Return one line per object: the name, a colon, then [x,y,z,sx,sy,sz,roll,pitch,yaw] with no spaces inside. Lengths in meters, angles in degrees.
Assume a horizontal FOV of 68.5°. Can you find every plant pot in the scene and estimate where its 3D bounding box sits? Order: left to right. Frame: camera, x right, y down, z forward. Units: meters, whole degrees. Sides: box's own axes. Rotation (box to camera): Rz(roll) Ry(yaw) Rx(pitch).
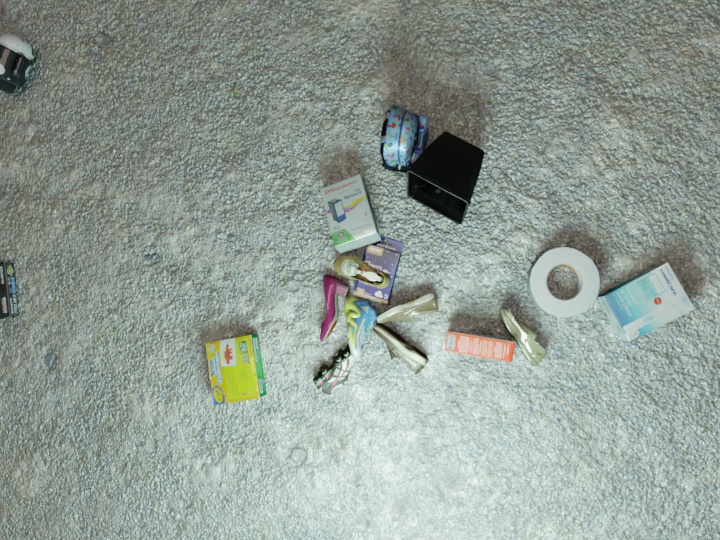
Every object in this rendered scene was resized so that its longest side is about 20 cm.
plant pot: [0.265,-0.287,1.583,0.197,0.200,0.180,29,82,11]

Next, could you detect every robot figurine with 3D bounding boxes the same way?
robot figurine: [-1.273,-0.752,1.925,0.148,0.125,0.204,25,92,-7]

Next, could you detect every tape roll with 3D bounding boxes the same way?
tape roll: [0.596,0.035,1.561,0.195,0.066,0.206,0,88,10]

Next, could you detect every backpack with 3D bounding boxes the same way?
backpack: [0.130,-0.401,1.602,0.131,0.200,0.187,11,88,11]

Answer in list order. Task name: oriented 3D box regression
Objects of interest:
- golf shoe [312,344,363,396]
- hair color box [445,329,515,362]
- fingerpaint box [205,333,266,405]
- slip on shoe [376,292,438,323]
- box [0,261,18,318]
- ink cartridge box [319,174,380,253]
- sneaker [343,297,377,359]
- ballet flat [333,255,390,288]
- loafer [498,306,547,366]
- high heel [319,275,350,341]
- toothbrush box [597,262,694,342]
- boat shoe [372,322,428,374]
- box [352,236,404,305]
golf shoe: [-0.059,0.309,1.677,0.199,0.077,0.088,-41,108,3]
hair color box: [0.354,0.223,1.579,0.195,0.101,0.063,9,89,12]
fingerpaint box: [-0.406,0.322,1.730,0.163,0.073,0.205,-11,85,9]
slip on shoe: [0.147,0.132,1.637,0.196,0.076,0.062,-21,83,-1]
box: [-1.357,0.084,1.935,0.193,0.050,0.205,-10,86,11]
ink cartridge box: [-0.032,-0.178,1.667,0.142,0.088,0.205,-17,74,9]
sneaker: [0.007,0.170,1.636,0.102,0.076,0.204,-8,61,-1]
ballet flat: [0.000,0.000,1.644,0.196,0.063,0.070,18,91,14]
loafer: [0.483,0.186,1.574,0.068,0.076,0.202,-34,91,5]
high heel: [-0.110,0.120,1.692,0.094,0.067,0.204,22,81,12]
toothbrush box: [0.809,0.091,1.508,0.197,0.085,0.149,-28,83,7]
boat shoe: [0.112,0.247,1.638,0.201,0.075,0.076,36,100,10]
box: [0.058,-0.005,1.682,0.118,0.032,0.205,15,89,11]
